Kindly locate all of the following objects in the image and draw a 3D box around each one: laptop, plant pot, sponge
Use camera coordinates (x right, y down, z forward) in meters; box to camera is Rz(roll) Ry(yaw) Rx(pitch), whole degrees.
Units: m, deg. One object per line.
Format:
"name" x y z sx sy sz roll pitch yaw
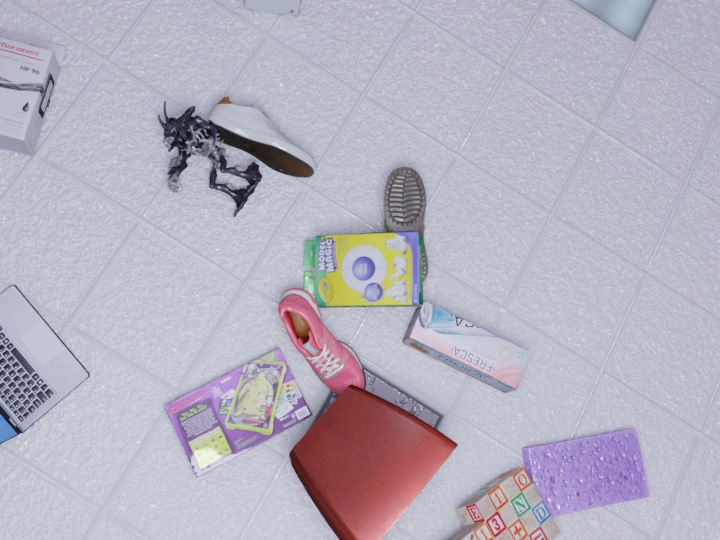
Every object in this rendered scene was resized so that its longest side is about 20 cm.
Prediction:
"laptop" -0.535 0.142 1.159 0.200 0.116 0.188 -41 86 -17
"plant pot" 0.002 0.287 1.185 0.176 0.200 0.200 40 72 11
"sponge" 0.368 0.330 1.317 0.197 0.030 0.113 -7 77 -12

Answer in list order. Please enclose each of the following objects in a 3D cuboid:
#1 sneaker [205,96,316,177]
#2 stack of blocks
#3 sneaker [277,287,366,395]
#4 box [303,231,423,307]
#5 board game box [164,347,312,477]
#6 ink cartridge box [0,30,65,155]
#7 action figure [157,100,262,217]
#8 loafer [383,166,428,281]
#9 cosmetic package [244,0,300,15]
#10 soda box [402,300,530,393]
"sneaker" -0.155 -0.230 1.343 0.198 0.073 0.086 27 60 -9
"stack of blocks" 0.197 0.402 1.222 0.199 0.059 0.116 -26 82 -34
"sneaker" -0.068 0.123 1.245 0.073 0.087 0.201 -36 94 12
"box" 0.000 0.000 1.289 0.197 0.048 0.119 -2 84 15
"board game box" -0.188 0.218 1.247 0.198 0.032 0.121 -25 86 -16
"ink cartridge box" -0.559 -0.301 1.291 0.114 0.068 0.203 13 74 -7
"action figure" -0.256 -0.181 1.291 0.199 0.119 0.102 37 40 -7
"loafer" 0.073 -0.071 1.344 0.074 0.068 0.203 0 80 -6
"cosmetic package" -0.148 -0.565 1.429 0.100 0.071 0.203 5 76 -9
"soda box" 0.173 0.126 1.316 0.198 0.064 0.069 26 73 -3
